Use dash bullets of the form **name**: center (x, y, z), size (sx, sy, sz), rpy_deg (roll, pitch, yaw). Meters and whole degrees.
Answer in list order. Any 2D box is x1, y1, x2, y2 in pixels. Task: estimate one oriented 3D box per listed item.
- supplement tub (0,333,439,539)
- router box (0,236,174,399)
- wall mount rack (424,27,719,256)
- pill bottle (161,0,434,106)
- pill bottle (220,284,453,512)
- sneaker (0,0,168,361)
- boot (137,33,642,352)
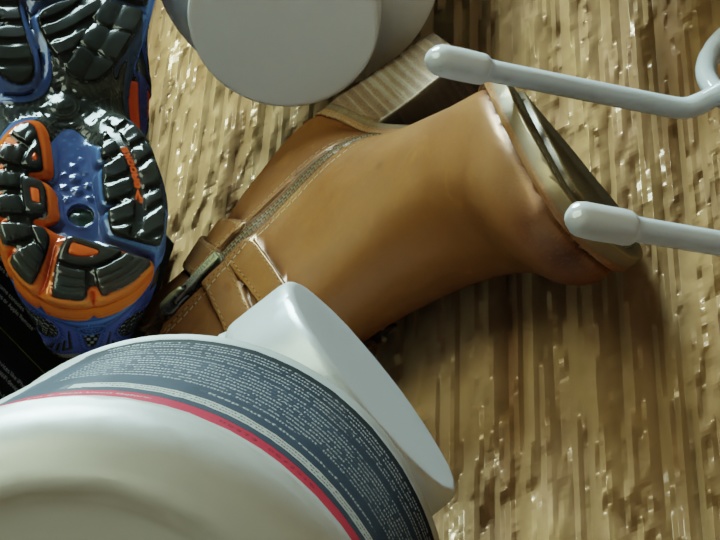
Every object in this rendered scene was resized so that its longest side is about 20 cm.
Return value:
- **supplement tub**: center (-0.051, 0.090, 0.649), size (0.140, 0.141, 0.200), rpy_deg (-38, 0, 7)
- **router box**: center (-0.159, -0.013, 0.971), size (0.051, 0.200, 0.150), rpy_deg (-18, 39, 32)
- **wall mount rack**: center (0.125, -0.053, 0.799), size (0.173, 0.075, 0.200), rpy_deg (-28, 32, -5)
- **pill bottle**: center (-0.020, -0.141, 1.029), size (0.110, 0.111, 0.200), rpy_deg (-29, 26, 21)
- **pill bottle**: center (-0.073, 0.097, 0.817), size (0.200, 0.111, 0.111), rpy_deg (-38, 32, 7)
- **sneaker**: center (-0.108, -0.051, 0.961), size (0.075, 0.079, 0.201), rpy_deg (1, 53, -6)
- **boot**: center (0.000, 0.000, 0.894), size (0.155, 0.077, 0.200), rpy_deg (-42, 29, -1)
